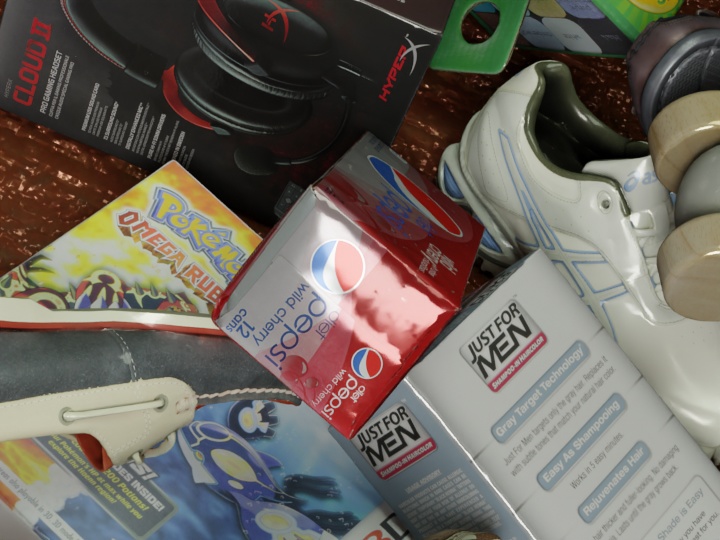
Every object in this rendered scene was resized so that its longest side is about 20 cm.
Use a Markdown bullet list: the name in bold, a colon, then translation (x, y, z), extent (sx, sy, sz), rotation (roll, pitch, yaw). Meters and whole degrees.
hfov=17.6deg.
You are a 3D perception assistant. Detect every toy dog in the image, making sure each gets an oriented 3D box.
- **toy dog**: translation (0.199, -0.007, 0.997), extent (0.200, 0.096, 0.133), rotation (20, 53, -57)

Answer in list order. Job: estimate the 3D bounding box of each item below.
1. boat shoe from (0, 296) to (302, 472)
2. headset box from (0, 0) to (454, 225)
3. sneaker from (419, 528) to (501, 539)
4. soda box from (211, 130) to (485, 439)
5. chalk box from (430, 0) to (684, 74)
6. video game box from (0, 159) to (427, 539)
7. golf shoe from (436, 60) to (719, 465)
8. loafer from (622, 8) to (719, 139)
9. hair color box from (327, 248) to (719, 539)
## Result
- **boat shoe**: translation (-0.102, 0.043, 0.866), extent (0.199, 0.071, 0.063), rotation (4, 85, -36)
- **headset box**: translation (-0.069, -0.114, 1.009), extent (0.199, 0.149, 0.075), rotation (23, 48, -4)
- **sneaker**: translation (0.070, 0.187, 0.851), extent (0.070, 0.076, 0.201), rotation (-30, 81, -32)
- **soda box**: translation (0.000, 0.000, 0.894), extent (0.070, 0.064, 0.200), rotation (40, 11, -1)
- **chalk box**: translation (0.091, -0.183, 1.098), extent (0.124, 0.125, 0.201), rotation (41, 74, -31)
- **video game box**: translation (-0.068, 0.069, 0.932), extent (0.200, 0.047, 0.182), rotation (41, 47, 13)
- **golf shoe**: translation (0.116, -0.005, 1.031), extent (0.078, 0.097, 0.200), rotation (-29, 69, -39)
- **loafer**: translation (0.165, -0.082, 1.093), extent (0.063, 0.072, 0.200), rotation (46, 15, 30)
- **hair color box**: translation (0.091, 0.103, 0.920), extent (0.200, 0.061, 0.099), rotation (51, 50, -2)
